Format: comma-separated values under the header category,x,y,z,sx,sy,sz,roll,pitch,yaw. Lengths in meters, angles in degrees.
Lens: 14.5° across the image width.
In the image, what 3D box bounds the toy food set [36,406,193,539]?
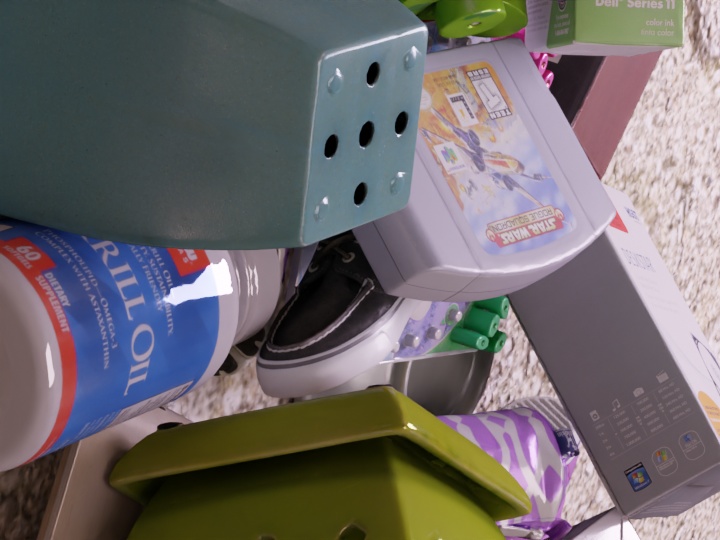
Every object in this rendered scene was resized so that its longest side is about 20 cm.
category,x,y,z,sx,sy,sz,roll,pitch,yaw
toy food set,-0.149,0.154,1.467,0.143,0.060,0.201,35,67,-58

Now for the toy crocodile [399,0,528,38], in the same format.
category,x,y,z,sx,sy,sz,roll,pitch,yaw
toy crocodile,0.015,-0.152,1.482,0.199,0.062,0.068,-4,72,-42

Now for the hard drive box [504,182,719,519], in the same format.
category,x,y,z,sx,sy,sz,roll,pitch,yaw
hard drive box,0.164,0.049,1.750,0.077,0.201,0.156,-31,168,14

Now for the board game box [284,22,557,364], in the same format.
category,x,y,z,sx,sy,sz,roll,pitch,yaw
board game box,0.037,-0.042,1.598,0.199,0.026,0.202,-5,108,-53

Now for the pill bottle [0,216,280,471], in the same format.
category,x,y,z,sx,sy,sz,roll,pitch,yaw
pill bottle,-0.129,0.019,1.363,0.200,0.112,0.113,-23,125,-53

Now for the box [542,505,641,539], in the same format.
category,x,y,z,sx,sy,sz,roll,pitch,yaw
box,0.079,0.221,1.727,0.116,0.200,0.060,-31,89,-41

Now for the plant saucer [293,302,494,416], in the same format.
category,x,y,z,sx,sy,sz,roll,pitch,yaw
plant saucer,0.035,0.052,1.709,0.200,0.050,0.201,-35,134,-46

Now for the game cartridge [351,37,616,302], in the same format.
category,x,y,z,sx,sy,sz,roll,pitch,yaw
game cartridge,0.057,-0.052,1.497,0.041,0.134,0.199,-39,167,35

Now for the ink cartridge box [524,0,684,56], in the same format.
category,x,y,z,sx,sy,sz,roll,pitch,yaw
ink cartridge box,0.137,-0.222,1.564,0.117,0.067,0.202,-168,-100,-80

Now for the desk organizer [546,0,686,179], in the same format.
category,x,y,z,sx,sy,sz,roll,pitch,yaw
desk organizer,0.153,-0.166,1.766,0.201,0.071,0.077,-63,151,-14

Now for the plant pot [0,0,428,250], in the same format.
category,x,y,z,sx,sy,sz,roll,pitch,yaw
plant pot,-0.076,-0.089,1.304,0.141,0.199,0.142,-22,123,-53

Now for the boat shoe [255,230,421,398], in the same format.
category,x,y,z,sx,sy,sz,roll,pitch,yaw
boat shoe,0.000,0.000,1.483,0.200,0.068,0.057,-44,123,-49

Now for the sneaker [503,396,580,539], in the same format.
category,x,y,z,sx,sy,sz,roll,pitch,yaw
sneaker,0.087,0.168,1.828,0.200,0.072,0.115,-27,132,-55

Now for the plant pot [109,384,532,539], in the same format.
category,x,y,z,sx,sy,sz,roll,pitch,yaw
plant pot,-0.017,0.173,1.439,0.200,0.198,0.183,35,47,-58

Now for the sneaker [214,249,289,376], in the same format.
category,x,y,z,sx,sy,sz,roll,pitch,yaw
sneaker,-0.055,-0.042,1.490,0.083,0.080,0.201,-15,120,-66

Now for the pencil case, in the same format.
category,x,y,z,sx,sy,sz,roll,pitch,yaw
pencil case,0.027,0.131,1.639,0.199,0.086,0.084,-5,157,-29
